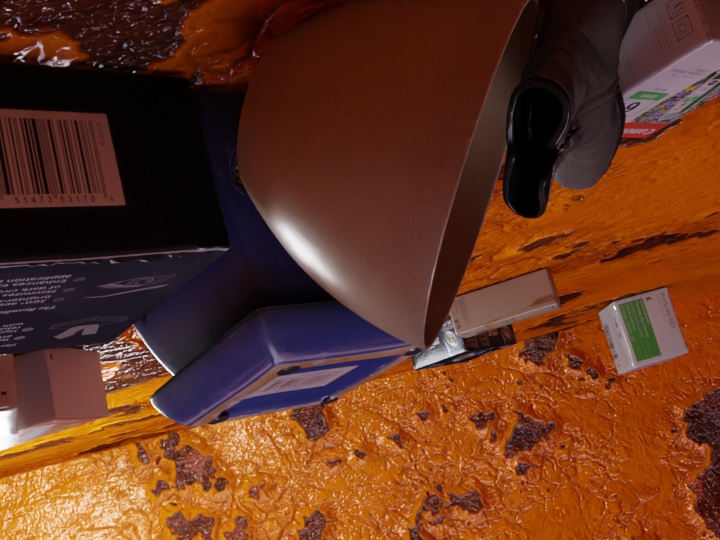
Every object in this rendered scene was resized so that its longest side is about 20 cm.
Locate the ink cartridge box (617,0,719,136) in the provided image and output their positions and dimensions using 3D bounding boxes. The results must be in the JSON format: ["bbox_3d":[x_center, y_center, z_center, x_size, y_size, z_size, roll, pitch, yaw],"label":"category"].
[{"bbox_3d":[0.204,-0.138,0.635,0.108,0.051,0.199,-6,164,-36],"label":"ink cartridge box"}]

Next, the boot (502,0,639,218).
[{"bbox_3d":[0.120,-0.085,0.528,0.067,0.132,0.201,20,155,20],"label":"boot"}]

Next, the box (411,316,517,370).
[{"bbox_3d":[0.231,0.158,1.910,0.198,0.087,0.163,-2,161,-46],"label":"box"}]

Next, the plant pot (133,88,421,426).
[{"bbox_3d":[-0.062,0.002,0.623,0.198,0.182,0.199,-3,158,-40],"label":"plant pot"}]

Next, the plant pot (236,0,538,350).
[{"bbox_3d":[0.008,-0.073,0.480,0.133,0.203,0.200,19,174,12],"label":"plant pot"}]

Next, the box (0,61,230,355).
[{"bbox_3d":[-0.217,-0.025,0.503,0.195,0.119,0.199,-5,163,-40],"label":"box"}]

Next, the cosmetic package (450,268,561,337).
[{"bbox_3d":[0.274,0.065,1.589,0.198,0.072,0.105,-19,167,17],"label":"cosmetic package"}]

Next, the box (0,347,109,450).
[{"bbox_3d":[-0.470,0.181,1.151,0.198,0.099,0.124,-19,167,14],"label":"box"}]

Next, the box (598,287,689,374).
[{"bbox_3d":[0.822,0.179,2.442,0.169,0.202,0.200,-15,168,0],"label":"box"}]

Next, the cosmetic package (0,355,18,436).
[{"bbox_3d":[-0.446,0.135,0.970,0.086,0.105,0.200,-7,164,-24],"label":"cosmetic package"}]
